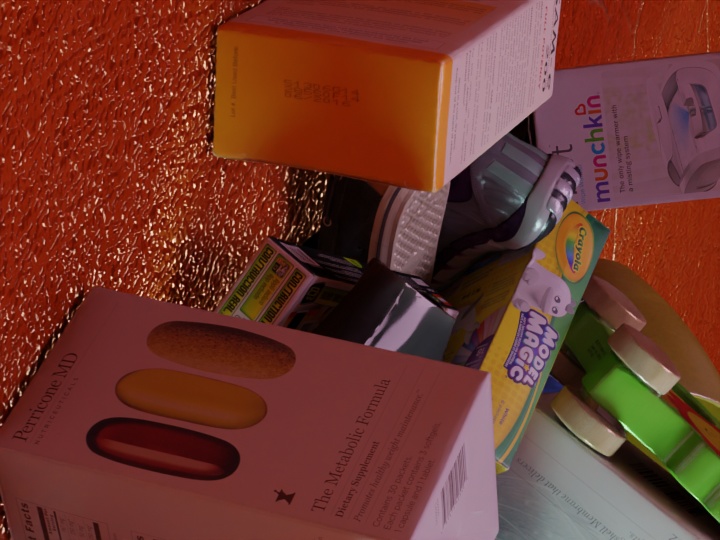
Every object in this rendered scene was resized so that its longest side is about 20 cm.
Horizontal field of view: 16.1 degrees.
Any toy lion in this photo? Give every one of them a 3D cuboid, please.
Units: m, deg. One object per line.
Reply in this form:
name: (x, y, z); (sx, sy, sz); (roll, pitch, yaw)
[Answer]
toy lion: (0.197, 0.103, 1.504); (0.069, 0.192, 0.200); (-48, -168, 8)

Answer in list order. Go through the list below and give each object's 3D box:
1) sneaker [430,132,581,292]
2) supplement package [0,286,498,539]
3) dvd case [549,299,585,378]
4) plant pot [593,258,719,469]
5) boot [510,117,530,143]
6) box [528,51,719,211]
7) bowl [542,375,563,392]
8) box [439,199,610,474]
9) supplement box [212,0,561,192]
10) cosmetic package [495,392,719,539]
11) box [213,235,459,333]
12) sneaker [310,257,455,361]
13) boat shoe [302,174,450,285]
sneaker: (0.045, -0.046, 1.493); (0.200, 0.087, 0.075); (-29, -151, 56)
supplement package: (-0.050, 0.100, 1.153); (0.110, 0.199, 0.114); (85, 24, -43)
dvd case: (0.071, 0.107, 1.630); (0.142, 0.018, 0.200); (-24, 144, -30)
plant pot: (0.164, 0.077, 1.840); (0.200, 0.199, 0.142); (70, 9, -57)
boot: (0.090, -0.054, 1.700); (0.200, 0.064, 0.187); (83, 23, -52)
box: (0.206, -0.091, 1.656); (0.200, 0.176, 0.097); (-26, 110, -80)
bowl: (0.067, 0.154, 1.625); (0.200, 0.039, 0.201); (-31, 148, -22)
box: (0.066, 0.057, 1.466); (0.117, 0.048, 0.200); (-30, -153, 56)
supplement box: (0.018, -0.109, 1.347); (0.200, 0.126, 0.074); (-39, 136, -61)
cosmetic package: (0.124, 0.209, 1.496); (0.200, 0.199, 0.123); (-55, 163, 10)
box: (-0.026, 0.046, 1.354); (0.110, 0.035, 0.200); (-55, 157, 10)
sneaker: (0.015, 0.068, 1.319); (0.106, 0.075, 0.200); (-52, 162, -5)
boat shoe: (0.000, 0.000, 1.460); (0.075, 0.062, 0.200); (-38, 153, -38)
